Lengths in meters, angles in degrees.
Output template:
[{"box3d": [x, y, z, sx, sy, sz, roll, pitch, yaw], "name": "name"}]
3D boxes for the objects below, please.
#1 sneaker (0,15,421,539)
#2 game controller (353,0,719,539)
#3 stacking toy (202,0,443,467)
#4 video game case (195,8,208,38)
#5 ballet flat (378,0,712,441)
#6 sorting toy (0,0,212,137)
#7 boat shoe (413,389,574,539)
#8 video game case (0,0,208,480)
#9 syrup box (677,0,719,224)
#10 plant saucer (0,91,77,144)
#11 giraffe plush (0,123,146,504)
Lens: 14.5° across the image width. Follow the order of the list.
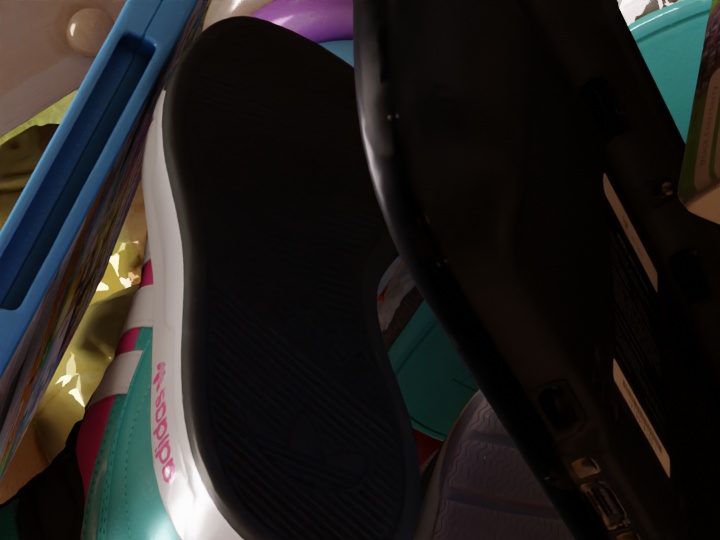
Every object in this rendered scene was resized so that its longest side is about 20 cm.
[{"box3d": [-0.039, 0.036, 0.659, 0.121, 0.084, 0.200, -52, 21, 31], "name": "sneaker"}, {"box3d": [0.042, 0.002, 0.534, 0.042, 0.200, 0.104, -7, 52, 23], "name": "game controller"}, {"box3d": [0.000, 0.000, 0.791, 0.085, 0.085, 0.200, -49, 34, 40], "name": "stacking toy"}, {"box3d": [-0.030, -0.122, 1.056, 0.181, 0.025, 0.200, -25, 45, 61], "name": "video game case"}, {"box3d": [0.063, -0.029, 0.661, 0.200, 0.072, 0.072, -43, 31, 47], "name": "ballet flat"}, {"box3d": [-0.126, -0.084, 0.908, 0.200, 0.107, 0.180, -35, 0, -22], "name": "sorting toy"}, {"box3d": [0.015, 0.115, 0.633, 0.200, 0.074, 0.073, -60, 5, -15], "name": "boat shoe"}, {"box3d": [-0.086, 0.021, 0.682, 0.143, 0.018, 0.200, 115, 178, -46], "name": "video game case"}, {"box3d": [0.129, -0.096, 0.546, 0.081, 0.079, 0.200, -36, 36, 56], "name": "syrup box"}, {"box3d": [-0.114, 0.015, 1.037, 0.200, 0.048, 0.200, -52, 39, 36], "name": "plant saucer"}, {"box3d": [-0.107, 0.077, 0.869, 0.200, 0.162, 0.173, -21, 34, 5], "name": "giraffe plush"}]
